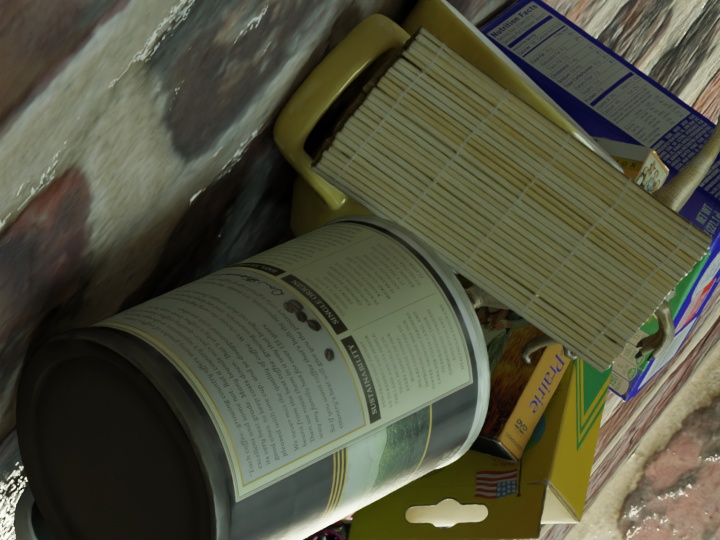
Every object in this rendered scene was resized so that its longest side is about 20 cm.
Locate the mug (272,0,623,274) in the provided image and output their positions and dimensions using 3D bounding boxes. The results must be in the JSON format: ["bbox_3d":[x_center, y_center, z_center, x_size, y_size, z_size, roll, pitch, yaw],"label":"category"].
[{"bbox_3d":[0.029,-0.063,1.513,0.153,0.187,0.149,-46,-160,7],"label":"mug"}]

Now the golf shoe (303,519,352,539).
[{"bbox_3d":[-0.062,0.194,1.649,0.200,0.073,0.092,-18,-168,-5],"label":"golf shoe"}]

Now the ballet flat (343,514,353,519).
[{"bbox_3d":[-0.069,0.188,1.724,0.200,0.064,0.076,-27,-174,19],"label":"ballet flat"}]

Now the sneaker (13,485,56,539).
[{"bbox_3d":[-0.095,0.121,1.491,0.099,0.071,0.200,-24,166,39],"label":"sneaker"}]

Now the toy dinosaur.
[{"bbox_3d":[0.139,-0.006,1.467,0.200,0.101,0.058,-31,-150,2],"label":"toy dinosaur"}]

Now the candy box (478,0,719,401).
[{"bbox_3d":[0.135,-0.046,1.700,0.077,0.200,0.169,-36,157,-47],"label":"candy box"}]

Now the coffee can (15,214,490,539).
[{"bbox_3d":[-0.052,0.069,1.384,0.200,0.146,0.146,-24,150,-41],"label":"coffee can"}]

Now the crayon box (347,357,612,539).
[{"bbox_3d":[0.075,0.078,1.573,0.051,0.127,0.200,50,46,-45],"label":"crayon box"}]

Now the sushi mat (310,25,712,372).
[{"bbox_3d":[0.080,-0.036,1.431,0.096,0.200,0.012,-52,-168,13],"label":"sushi mat"}]

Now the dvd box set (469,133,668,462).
[{"bbox_3d":[0.074,0.005,1.571,0.200,0.146,0.029,-60,139,-18],"label":"dvd box set"}]

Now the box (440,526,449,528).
[{"bbox_3d":[-0.027,0.234,1.827,0.200,0.041,0.156,-14,134,3],"label":"box"}]

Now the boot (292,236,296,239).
[{"bbox_3d":[0.000,0.000,1.631,0.200,0.075,0.097,-48,169,-13],"label":"boot"}]
